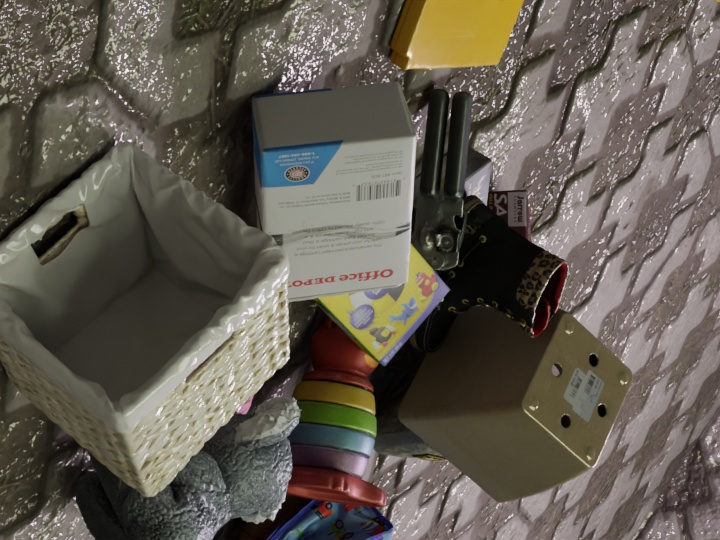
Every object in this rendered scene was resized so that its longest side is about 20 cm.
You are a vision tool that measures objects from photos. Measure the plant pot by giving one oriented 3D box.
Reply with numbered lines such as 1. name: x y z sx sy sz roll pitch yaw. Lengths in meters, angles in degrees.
1. plant pot: 0.201 0.144 1.823 0.200 0.177 0.200 40 64 -24

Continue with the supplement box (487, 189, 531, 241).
1. supplement box: 0.192 -0.003 1.967 0.200 0.060 0.109 76 14 -56

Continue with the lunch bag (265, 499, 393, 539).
1. lunch bag: -0.069 0.349 1.794 0.199 0.094 0.151 -31 155 -21

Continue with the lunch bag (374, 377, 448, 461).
1. lunch bag: 0.121 0.184 1.972 0.199 0.164 0.118 -27 97 -33

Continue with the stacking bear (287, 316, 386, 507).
1. stacking bear: -0.027 0.153 1.719 0.121 0.113 0.201 29 65 -52

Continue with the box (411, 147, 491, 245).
1. box: 0.083 -0.029 1.816 0.158 0.048 0.201 -38 148 -33

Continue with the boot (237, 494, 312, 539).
1. boot: -0.119 0.297 1.815 0.155 0.077 0.200 -49 160 -9

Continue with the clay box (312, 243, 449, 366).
1. clay box: 0.000 0.000 1.625 0.115 0.048 0.200 -49 132 -6

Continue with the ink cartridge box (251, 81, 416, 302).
1. ink cartridge box: -0.028 -0.073 1.464 0.144 0.085 0.201 -6 137 -8

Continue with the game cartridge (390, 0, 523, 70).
1. game cartridge: 0.116 -0.297 1.606 0.200 0.032 0.177 -12 129 -53

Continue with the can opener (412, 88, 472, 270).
1. can opener: 0.094 -0.099 1.700 0.067 0.053 0.201 -24 120 -75

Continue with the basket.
1. basket: -0.183 0.042 1.266 0.198 0.200 0.161 -45 153 -23

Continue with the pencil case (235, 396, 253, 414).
1. pencil case: -0.157 0.165 1.576 0.087 0.082 0.201 -62 168 -59

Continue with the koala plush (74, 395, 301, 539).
1. koala plush: -0.148 0.200 1.462 0.199 0.184 0.178 -16 137 -28

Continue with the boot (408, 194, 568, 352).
1. boot: 0.145 0.032 1.762 0.073 0.150 0.201 -11 127 -56
